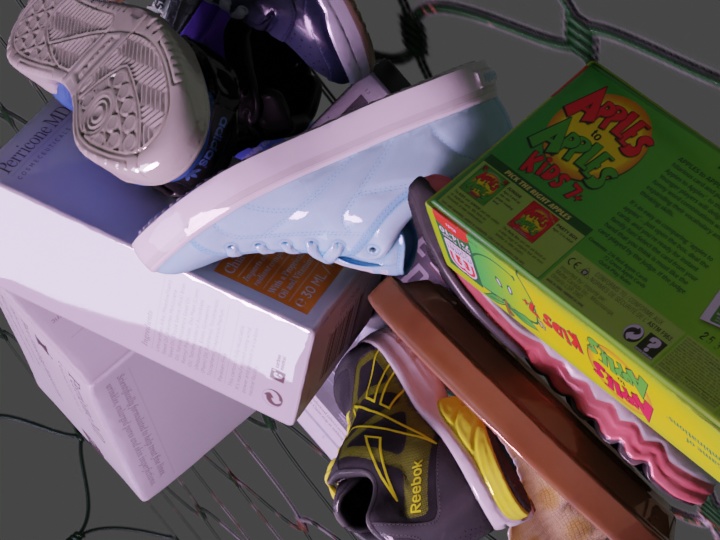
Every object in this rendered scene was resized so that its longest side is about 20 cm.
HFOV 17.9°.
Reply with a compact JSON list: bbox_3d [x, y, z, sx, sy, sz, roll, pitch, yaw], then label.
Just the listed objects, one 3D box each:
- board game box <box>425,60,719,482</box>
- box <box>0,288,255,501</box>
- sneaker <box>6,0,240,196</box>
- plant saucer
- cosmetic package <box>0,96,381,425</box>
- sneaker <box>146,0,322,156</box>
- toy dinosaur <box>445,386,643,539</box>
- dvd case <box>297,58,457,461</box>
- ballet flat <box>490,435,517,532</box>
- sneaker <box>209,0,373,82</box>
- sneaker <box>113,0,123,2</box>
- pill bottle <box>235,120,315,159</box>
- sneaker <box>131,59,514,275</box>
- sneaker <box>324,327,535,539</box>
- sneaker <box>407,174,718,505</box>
[{"bbox_3d":[0.131,0.005,0.934,0.200,0.101,0.048,40,162,36],"label":"board game box"},{"bbox_3d":[-0.126,0.016,1.536,0.131,0.200,0.199,44,164,24],"label":"box"},{"bbox_3d":[-0.092,-0.076,1.114,0.111,0.077,0.200,30,-178,-34],"label":"sneaker"},{"bbox_3d":[0.085,0.071,1.122,0.200,0.032,0.200,44,-177,-3],"label":"plant saucer"},{"bbox_3d":[-0.096,-0.011,1.203,0.199,0.102,0.071,24,132,11],"label":"cosmetic package"},{"bbox_3d":[-0.075,-0.089,1.249,0.099,0.070,0.201,31,125,19],"label":"sneaker"},{"bbox_3d":[0.114,0.114,1.256,0.058,0.101,0.201,23,147,56],"label":"toy dinosaur"},{"bbox_3d":[0.000,0.000,1.245,0.150,0.025,0.200,49,129,2],"label":"dvd case"},{"bbox_3d":[0.059,0.115,1.299,0.057,0.200,0.067,-5,94,32],"label":"ballet flat"},{"bbox_3d":[-0.086,-0.155,1.129,0.200,0.108,0.070,54,174,-9],"label":"sneaker"},{"bbox_3d":[-0.190,-0.209,1.426,0.109,0.070,0.200,52,169,-14],"label":"sneaker"},{"bbox_3d":[-0.035,-0.019,1.353,0.200,0.112,0.112,44,164,20],"label":"pill bottle"},{"bbox_3d":[-0.014,-0.027,1.099,0.082,0.199,0.074,66,-162,1],"label":"sneaker"},{"bbox_3d":[0.013,0.090,1.158,0.075,0.084,0.200,63,170,-20],"label":"sneaker"},{"bbox_3d":[0.108,0.014,1.056,0.200,0.087,0.074,43,-179,-6],"label":"sneaker"}]
